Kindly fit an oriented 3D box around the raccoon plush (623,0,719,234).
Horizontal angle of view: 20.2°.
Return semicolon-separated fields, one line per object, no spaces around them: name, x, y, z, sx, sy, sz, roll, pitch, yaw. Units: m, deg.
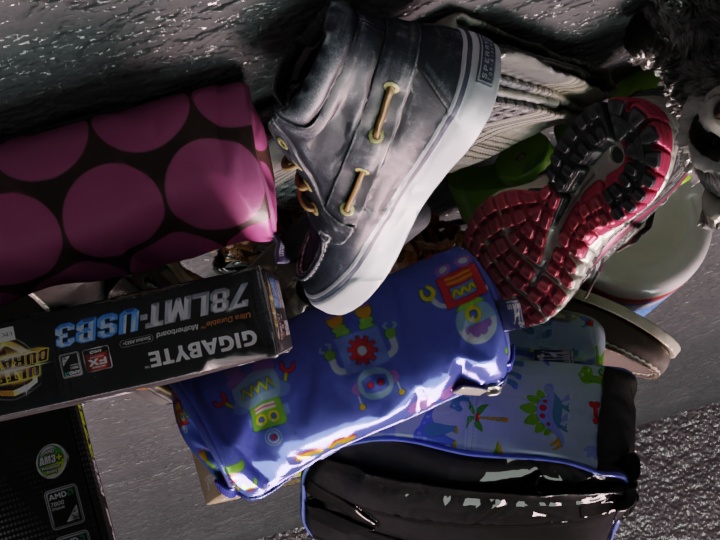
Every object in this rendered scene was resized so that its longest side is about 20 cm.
raccoon plush;0.230;-0.091;1.088;0.199;0.135;0.096;-4;161;-47

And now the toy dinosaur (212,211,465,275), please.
toy dinosaur;0.000;0.000;1.289;0.199;0.103;0.136;15;137;-13

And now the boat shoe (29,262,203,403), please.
boat shoe;-0.130;0.022;1.130;0.073;0.065;0.200;-28;140;28

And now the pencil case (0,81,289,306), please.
pencil case;-0.139;-0.026;0.995;0.198;0.091;0.094;-13;168;-8

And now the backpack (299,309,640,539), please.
backpack;0.064;0.110;1.269;0.198;0.148;0.184;7;144;-2

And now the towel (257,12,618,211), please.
towel;0.023;-0.074;1.104;0.199;0.035;0.192;-25;162;29

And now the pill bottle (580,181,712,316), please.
pill bottle;0.165;-0.011;1.414;0.111;0.113;0.200;-14;167;-13

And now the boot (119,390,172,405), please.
boot;-0.192;0.067;1.302;0.131;0.070;0.200;-13;179;-19

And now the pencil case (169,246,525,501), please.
pencil case;-0.006;0.060;1.130;0.199;0.087;0.078;-24;162;-5

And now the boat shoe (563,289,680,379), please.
boat shoe;0.116;0.040;1.347;0.199;0.060;0.072;19;160;28

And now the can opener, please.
can opener;-0.010;-0.012;1.157;0.067;0.054;0.200;-16;167;-34

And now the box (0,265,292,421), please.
box;-0.135;0.040;0.994;0.197;0.050;0.200;-10;180;-1

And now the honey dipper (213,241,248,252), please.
honey dipper;-0.163;-0.008;1.165;0.198;0.038;0.038;-15;168;4

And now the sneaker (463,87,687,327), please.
sneaker;0.133;-0.033;1.173;0.074;0.081;0.200;-21;165;-41

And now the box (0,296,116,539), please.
box;-0.261;0.118;1.215;0.198;0.195;0.048;-16;169;-2

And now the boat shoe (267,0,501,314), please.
boat shoe;-0.012;-0.057;0.989;0.090;0.071;0.201;17;139;-15

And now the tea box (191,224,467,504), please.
tea box;-0.014;0.070;1.479;0.195;0.135;0.200;-11;167;-28

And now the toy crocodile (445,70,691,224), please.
toy crocodile;0.145;-0.076;1.229;0.199;0.062;0.068;-27;130;18
